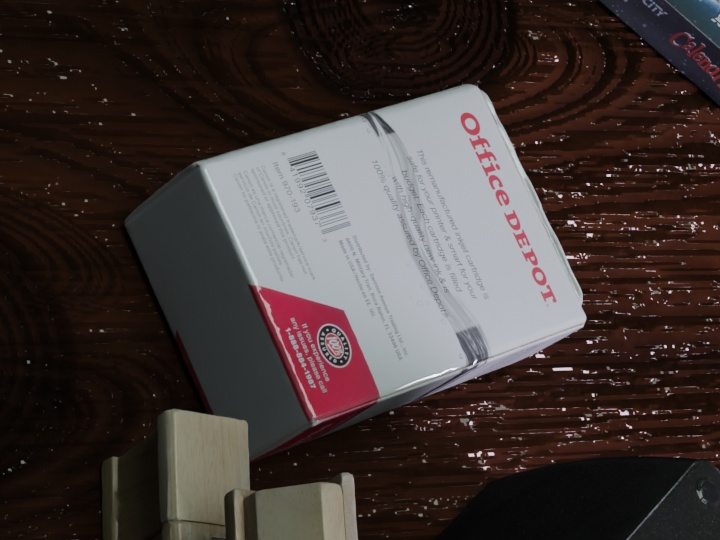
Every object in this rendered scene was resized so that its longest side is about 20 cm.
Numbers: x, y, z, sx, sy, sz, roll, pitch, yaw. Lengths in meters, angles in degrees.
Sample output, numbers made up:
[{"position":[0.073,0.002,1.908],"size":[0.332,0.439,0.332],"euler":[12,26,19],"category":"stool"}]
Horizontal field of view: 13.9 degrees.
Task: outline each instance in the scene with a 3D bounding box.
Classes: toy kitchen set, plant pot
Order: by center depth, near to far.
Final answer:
[{"position":[-0.116,0.149,1.328],"size":[0.180,0.163,0.201],"euler":[11,62,-31],"category":"toy kitchen set"},{"position":[0.126,0.205,1.465],"size":[0.200,0.177,0.200],"euler":[52,49,-4],"category":"plant pot"}]

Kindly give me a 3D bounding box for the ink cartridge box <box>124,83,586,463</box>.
[{"position":[0.000,0.000,1.532],"size":[0.199,0.083,0.146],"euler":[-18,79,-40],"category":"ink cartridge box"}]

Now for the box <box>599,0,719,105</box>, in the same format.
[{"position":[0.246,-0.158,1.810],"size":[0.200,0.038,0.137],"euler":[40,52,-14],"category":"box"}]
